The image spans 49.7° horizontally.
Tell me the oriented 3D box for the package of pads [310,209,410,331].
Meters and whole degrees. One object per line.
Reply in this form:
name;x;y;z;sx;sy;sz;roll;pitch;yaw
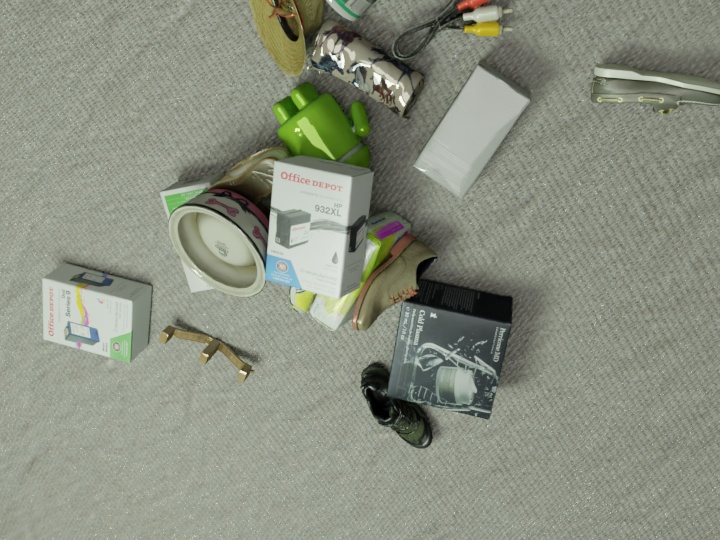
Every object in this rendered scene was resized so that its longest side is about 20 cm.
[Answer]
package of pads;0.000;0.000;1.380;0.068;0.154;0.201;34;116;14

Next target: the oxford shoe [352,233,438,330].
oxford shoe;0.059;0.027;1.327;0.074;0.071;0.201;29;72;22

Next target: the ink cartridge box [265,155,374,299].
ink cartridge box;-0.069;-0.073;1.261;0.144;0.084;0.202;14;109;23

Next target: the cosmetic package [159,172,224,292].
cosmetic package;-0.288;-0.071;1.462;0.106;0.085;0.202;-10;107;13

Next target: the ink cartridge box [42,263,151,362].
ink cartridge box;-0.537;0.085;1.581;0.198;0.088;0.147;15;114;9

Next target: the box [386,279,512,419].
box;0.163;0.139;1.421;0.194;0.124;0.202;11;113;7

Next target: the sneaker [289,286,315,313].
sneaker;-0.078;-0.002;1.446;0.076;0.075;0.202;21;116;5

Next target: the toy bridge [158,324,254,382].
toy bridge;-0.303;0.162;1.566;0.198;0.067;0.027;25;115;4

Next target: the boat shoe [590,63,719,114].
boat shoe;0.463;-0.278;1.214;0.200;0.072;0.061;13;115;15

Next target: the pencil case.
pencil case;0.012;-0.330;1.294;0.199;0.078;0.090;31;132;0

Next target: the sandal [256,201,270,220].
sandal;-0.170;-0.056;1.421;0.200;0.080;0.054;40;145;21

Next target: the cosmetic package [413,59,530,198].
cosmetic package;0.184;-0.234;1.289;0.106;0.090;0.201;35;112;-2

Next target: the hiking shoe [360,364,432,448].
hiking shoe;0.063;0.283;1.511;0.076;0.101;0.200;-38;99;24

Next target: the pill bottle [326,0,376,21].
pill bottle;0.023;-0.498;1.206;0.200;0.113;0.113;-39;99;23

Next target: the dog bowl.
dog bowl;-0.229;-0.053;1.338;0.198;0.074;0.201;20;140;18

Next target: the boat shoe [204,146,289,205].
boat shoe;-0.195;-0.151;1.343;0.199;0.067;0.074;-22;119;33

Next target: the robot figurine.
robot figurine;-0.063;-0.220;1.333;0.175;0.116;0.201;-33;101;24

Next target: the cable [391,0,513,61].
cable;0.140;-0.401;1.235;0.198;0.050;0.098;-17;107;3

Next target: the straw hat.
straw hat;-0.107;-0.430;1.273;0.085;0.201;0.203;-28;107;-21
